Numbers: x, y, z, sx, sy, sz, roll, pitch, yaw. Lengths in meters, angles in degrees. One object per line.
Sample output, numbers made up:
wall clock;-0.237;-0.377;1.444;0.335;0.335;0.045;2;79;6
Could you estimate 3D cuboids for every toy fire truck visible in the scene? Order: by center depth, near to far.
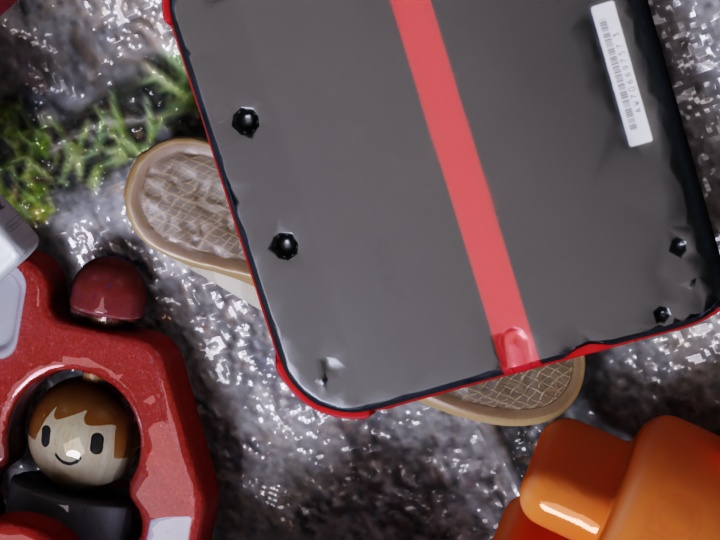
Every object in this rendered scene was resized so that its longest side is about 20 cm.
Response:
toy fire truck;-0.156;0.070;0.936;0.198;0.112;0.170;11;98;13

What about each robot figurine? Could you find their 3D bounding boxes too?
robot figurine;0.149;0.133;0.856;0.199;0.117;0.145;25;76;4

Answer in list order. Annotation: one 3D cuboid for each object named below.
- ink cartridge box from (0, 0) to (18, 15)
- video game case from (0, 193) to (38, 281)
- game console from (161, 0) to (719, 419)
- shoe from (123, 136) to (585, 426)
ink cartridge box;-0.236;-0.173;0.844;0.144;0.083;0.202;-10;112;22
video game case;-0.249;-0.020;0.855;0.200;0.023;0.182;-39;97;27
game console;0.029;-0.054;0.820;0.175;0.031;0.202;-17;100;8
shoe;0.000;0.000;0.880;0.199;0.053;0.070;28;91;-2
